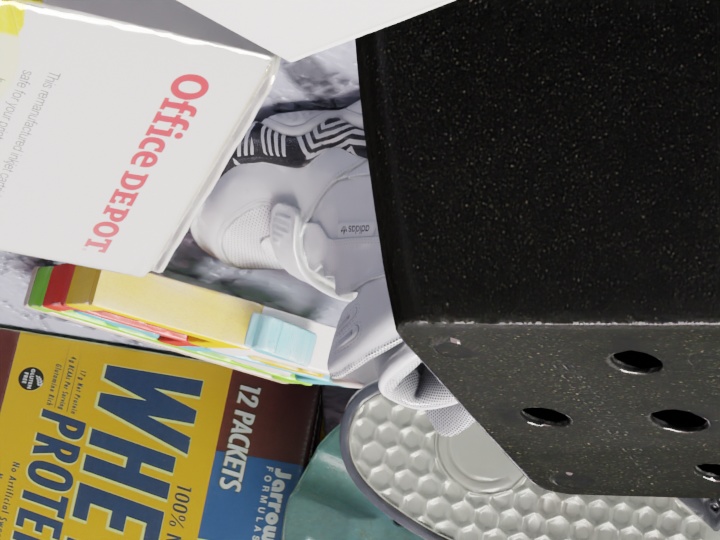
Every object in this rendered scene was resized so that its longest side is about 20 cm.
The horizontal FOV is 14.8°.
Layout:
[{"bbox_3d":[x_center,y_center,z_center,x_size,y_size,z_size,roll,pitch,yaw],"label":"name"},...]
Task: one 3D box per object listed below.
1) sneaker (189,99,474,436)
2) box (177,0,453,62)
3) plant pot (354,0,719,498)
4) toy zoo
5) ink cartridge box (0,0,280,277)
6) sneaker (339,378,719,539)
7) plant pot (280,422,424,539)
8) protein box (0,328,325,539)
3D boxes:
[{"bbox_3d":[0.000,0.000,1.041,0.199,0.115,0.075,-13,148,44],"label":"sneaker"},{"bbox_3d":[-0.051,-0.157,0.685,0.200,0.125,0.097,27,153,-33],"label":"box"},{"bbox_3d":[0.107,-0.036,0.830,0.199,0.178,0.200,-1,154,24],"label":"plant pot"},{"bbox_3d":[-0.064,0.024,1.173,0.131,0.021,0.200,17,174,-15],"label":"toy zoo"},{"bbox_3d":[-0.140,-0.081,0.902,0.199,0.084,0.145,12,147,-18],"label":"ink cartridge box"},{"bbox_3d":[0.090,0.075,1.159,0.201,0.077,0.146,11,-172,-2],"label":"sneaker"},{"bbox_3d":[0.053,0.160,1.302,0.199,0.201,0.196,5,152,14],"label":"plant pot"},{"bbox_3d":[-0.126,0.135,1.388,0.199,0.136,0.199,9,157,4],"label":"protein box"}]
